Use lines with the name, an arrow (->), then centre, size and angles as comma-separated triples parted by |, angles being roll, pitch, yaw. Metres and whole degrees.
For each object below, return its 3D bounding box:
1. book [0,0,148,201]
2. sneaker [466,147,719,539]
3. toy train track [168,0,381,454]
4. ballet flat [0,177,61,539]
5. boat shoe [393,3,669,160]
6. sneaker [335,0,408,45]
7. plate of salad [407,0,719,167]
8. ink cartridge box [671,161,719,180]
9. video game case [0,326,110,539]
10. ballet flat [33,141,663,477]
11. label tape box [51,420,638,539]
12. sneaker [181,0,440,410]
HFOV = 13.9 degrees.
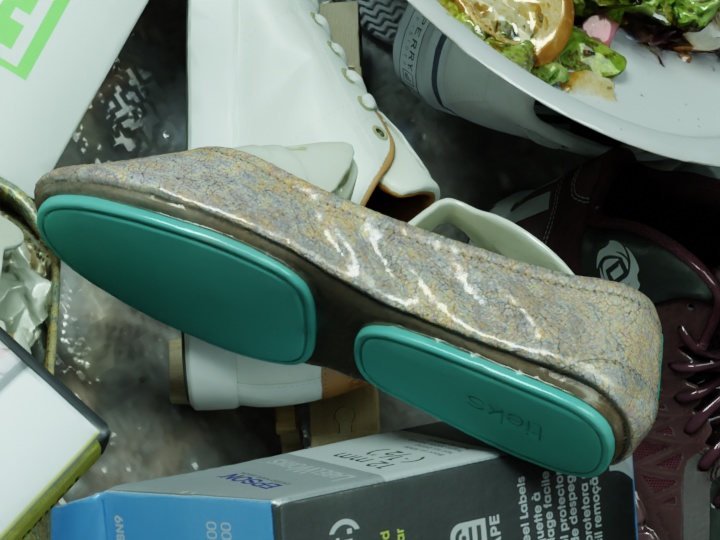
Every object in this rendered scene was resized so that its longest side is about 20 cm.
book -> -0.114, -0.140, 0.950 | 0.133, 0.048, 0.200 | 29, 80, -11
sneaker -> 0.122, 0.044, 1.009 | 0.076, 0.115, 0.200 | -37, 89, -36
toy train track -> -0.007, -0.001, 1.006 | 0.114, 0.033, 0.201 | -4, 60, 3
ballet flat -> -0.116, 0.030, 0.854 | 0.071, 0.071, 0.200 | 26, 22, -17
boat shoe -> 0.095, -0.063, 1.041 | 0.067, 0.074, 0.200 | 33, 25, 35
sneaker -> 0.009, -0.165, 1.064 | 0.200, 0.075, 0.114 | 42, 42, -21
plate of salad -> 0.075, -0.111, 0.970 | 0.200, 0.048, 0.200 | 23, 34, -17
ink cartridge box -> 0.206, 0.021, 1.086 | 0.146, 0.083, 0.200 | -31, 86, -35
video game case -> -0.196, 0.041, 0.755 | 0.200, 0.026, 0.181 | 42, 72, 3
ballet flat -> 0.000, 0.000, 0.898 | 0.199, 0.068, 0.067 | 24, 57, 6
label tape box -> -0.007, 0.129, 0.899 | 0.199, 0.066, 0.144 | -10, 100, -34
sneaker -> -0.017, -0.049, 0.980 | 0.084, 0.073, 0.201 | -2, 70, 1
